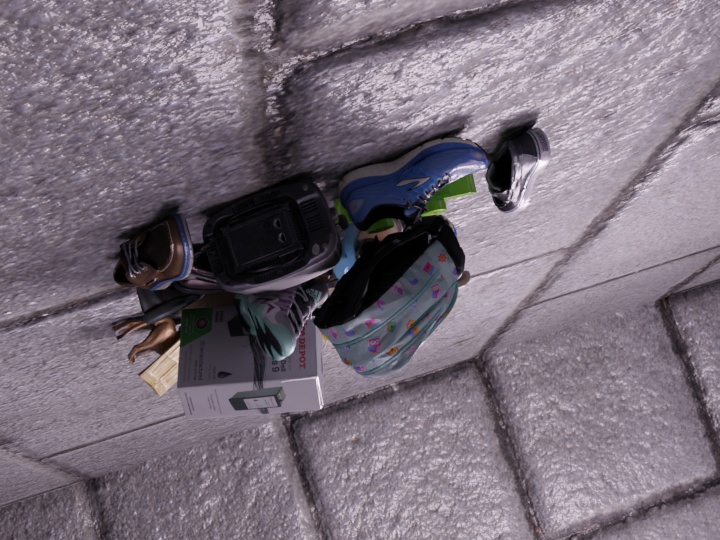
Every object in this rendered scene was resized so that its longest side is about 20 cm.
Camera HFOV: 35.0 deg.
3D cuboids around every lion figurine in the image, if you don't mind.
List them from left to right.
[{"bbox_3d":[-0.324,0.113,1.881,0.122,0.073,0.200,-27,163,-2],"label":"lion figurine"}]

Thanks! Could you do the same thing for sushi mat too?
[{"bbox_3d":[-0.276,0.124,1.888,0.200,0.012,0.096,-42,150,-11],"label":"sushi mat"}]

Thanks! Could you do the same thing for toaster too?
[{"bbox_3d":[-0.114,-0.032,1.469,0.198,0.115,0.129,-22,169,7],"label":"toaster"}]

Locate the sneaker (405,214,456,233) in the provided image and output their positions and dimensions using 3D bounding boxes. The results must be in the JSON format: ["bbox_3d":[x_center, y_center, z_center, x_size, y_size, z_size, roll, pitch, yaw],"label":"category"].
[{"bbox_3d":[0.068,-0.021,1.815,0.199,0.079,0.089,-23,164,19],"label":"sneaker"}]

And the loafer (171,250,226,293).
[{"bbox_3d":[-0.168,-0.007,1.604,0.198,0.073,0.063,-7,160,-31],"label":"loafer"}]

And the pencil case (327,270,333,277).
[{"bbox_3d":[0.045,0.003,1.915,0.198,0.084,0.086,-19,-155,11],"label":"pencil case"}]

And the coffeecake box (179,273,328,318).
[{"bbox_3d":[-0.163,0.042,1.791,0.153,0.074,0.199,-30,163,32],"label":"coffeecake box"}]

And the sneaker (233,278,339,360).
[{"bbox_3d":[-0.085,0.047,1.542,0.139,0.078,0.200,-23,-158,-14],"label":"sneaker"}]

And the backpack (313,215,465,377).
[{"bbox_3d":[0.038,0.038,1.470,0.200,0.127,0.166,-49,-166,-33],"label":"backpack"}]

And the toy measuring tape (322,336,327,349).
[{"bbox_3d":[-0.078,0.091,1.919,0.073,0.074,0.201,-12,150,-24],"label":"toy measuring tape"}]

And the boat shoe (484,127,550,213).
[{"bbox_3d":[0.206,-0.131,1.594,0.067,0.072,0.200,-17,165,-14],"label":"boat shoe"}]

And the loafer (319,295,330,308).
[{"bbox_3d":[-0.125,0.095,1.742,0.199,0.070,0.070,-28,165,24],"label":"loafer"}]

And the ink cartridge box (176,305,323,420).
[{"bbox_3d":[-0.154,0.125,1.630,0.198,0.147,0.084,-5,138,0],"label":"ink cartridge box"}]

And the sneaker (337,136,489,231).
[{"bbox_3d":[0.074,-0.103,1.465,0.198,0.090,0.079,-22,157,7],"label":"sneaker"}]

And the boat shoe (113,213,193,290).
[{"bbox_3d":[-0.263,-0.013,1.432,0.072,0.073,0.200,-10,165,-26],"label":"boat shoe"}]

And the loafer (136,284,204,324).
[{"bbox_3d":[-0.271,0.028,1.628,0.071,0.063,0.200,-28,-178,7],"label":"loafer"}]

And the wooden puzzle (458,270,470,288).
[{"bbox_3d":[0.072,0.065,1.859,0.199,0.047,0.185,-24,180,-16],"label":"wooden puzzle"}]

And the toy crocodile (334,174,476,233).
[{"bbox_3d":[0.059,-0.097,1.544,0.198,0.068,0.062,-17,174,4],"label":"toy crocodile"}]

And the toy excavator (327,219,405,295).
[{"bbox_3d":[0.000,0.000,1.711,0.198,0.100,0.195,-4,135,36],"label":"toy excavator"}]
